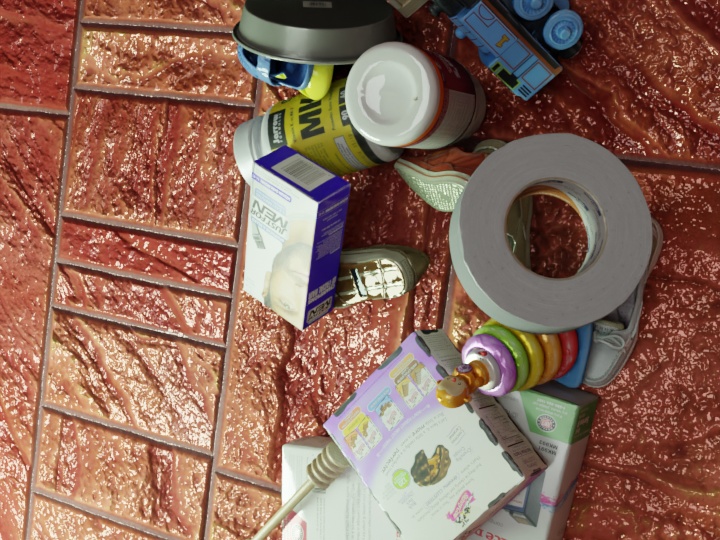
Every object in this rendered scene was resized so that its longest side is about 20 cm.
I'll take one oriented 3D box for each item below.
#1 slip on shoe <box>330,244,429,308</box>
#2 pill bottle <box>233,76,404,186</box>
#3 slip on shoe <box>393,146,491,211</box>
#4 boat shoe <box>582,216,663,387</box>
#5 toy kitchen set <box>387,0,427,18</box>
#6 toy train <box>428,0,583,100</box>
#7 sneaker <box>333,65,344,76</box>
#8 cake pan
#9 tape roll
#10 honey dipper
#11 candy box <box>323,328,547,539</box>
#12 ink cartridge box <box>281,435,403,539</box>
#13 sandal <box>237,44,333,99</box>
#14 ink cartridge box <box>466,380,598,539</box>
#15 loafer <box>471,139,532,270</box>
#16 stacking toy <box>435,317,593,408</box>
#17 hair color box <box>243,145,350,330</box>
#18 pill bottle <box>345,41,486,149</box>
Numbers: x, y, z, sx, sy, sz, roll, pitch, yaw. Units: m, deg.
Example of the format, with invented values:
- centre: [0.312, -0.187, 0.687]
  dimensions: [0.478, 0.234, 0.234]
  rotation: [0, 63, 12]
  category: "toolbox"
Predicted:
- centre: [0.000, 0.000, 1.256]
  dimensions: [0.199, 0.060, 0.077]
  rotation: [-8, 108, 45]
  category: "slip on shoe"
- centre: [-0.052, -0.168, 1.246]
  dimensions: [0.199, 0.114, 0.115]
  rotation: [-15, 84, 27]
  category: "pill bottle"
- centre: [0.102, -0.111, 1.157]
  dimensions: [0.061, 0.200, 0.074]
  rotation: [-49, 113, -11]
  category: "slip on shoe"
- centre: [0.279, 0.034, 1.104]
  dimensions: [0.074, 0.065, 0.203]
  rotation: [24, 102, 25]
  category: "boat shoe"
- centre: [0.112, -0.410, 1.174]
  dimensions: [0.199, 0.163, 0.181]
  rotation: [-35, 48, 24]
  category: "toy kitchen set"
- centre: [0.159, -0.287, 1.099]
  dimensions: [0.114, 0.200, 0.087]
  rotation: [-41, 31, 22]
  category: "toy train"
- centre: [-0.041, -0.271, 1.272]
  dimensions: [0.199, 0.060, 0.105]
  rotation: [23, 102, 30]
  category: "sneaker"
- centre: [-0.049, -0.288, 1.148]
  dimensions: [0.199, 0.200, 0.037]
  rotation: [20, 125, 26]
  category: "cake pan"
- centre: [0.194, -0.037, 1.022]
  dimensions: [0.198, 0.066, 0.202]
  rotation: [1, 81, -3]
  category: "tape roll"
- centre: [-0.086, 0.288, 1.224]
  dimensions: [0.200, 0.038, 0.038]
  rotation: [-48, 71, 21]
  category: "honey dipper"
- centre: [0.080, 0.196, 1.112]
  dimensions: [0.168, 0.071, 0.200]
  rotation: [-47, 67, 23]
  category: "candy box"
- centre: [0.005, 0.291, 1.242]
  dimensions: [0.199, 0.085, 0.147]
  rotation: [2, 92, 29]
  category: "ink cartridge box"
- centre: [-0.110, -0.267, 1.218]
  dimensions: [0.200, 0.087, 0.080]
  rotation: [31, 110, 55]
  category: "sandal"
- centre: [0.175, 0.224, 1.151]
  dimensions: [0.144, 0.087, 0.202]
  rotation: [17, 100, 26]
  category: "ink cartridge box"
- centre: [0.161, -0.056, 1.162]
  dimensions: [0.075, 0.068, 0.202]
  rotation: [-9, 87, 27]
  category: "loafer"
- centre: [0.149, 0.095, 1.064]
  dimensions: [0.116, 0.199, 0.111]
  rotation: [27, 128, 37]
  category: "stacking toy"
- centre: [-0.081, -0.038, 1.217]
  dimensions: [0.109, 0.065, 0.201]
  rotation: [32, 136, 26]
  category: "hair color box"
- centre: [0.070, -0.194, 1.129]
  dimensions: [0.109, 0.200, 0.111]
  rotation: [3, 96, 25]
  category: "pill bottle"
